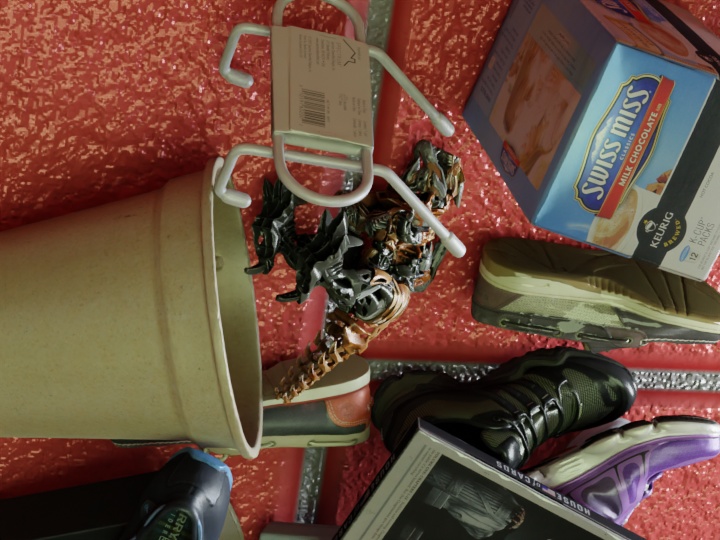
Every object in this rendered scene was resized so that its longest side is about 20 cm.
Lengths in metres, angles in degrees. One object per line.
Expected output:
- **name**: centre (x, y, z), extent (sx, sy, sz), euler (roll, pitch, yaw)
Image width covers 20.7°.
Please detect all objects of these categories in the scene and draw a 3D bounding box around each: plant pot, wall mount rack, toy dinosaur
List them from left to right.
- **plant pot**: centre (-0.170, 0.034, 1.315), extent (0.182, 0.201, 0.201), euler (-6, 116, 4)
- **wall mount rack**: centre (-0.007, -0.090, 1.292), extent (0.173, 0.201, 0.075), euler (10, 137, -14)
- **toy dinosaur**: centre (0.000, 0.000, 1.370), extent (0.135, 0.102, 0.201), euler (27, 74, -41)

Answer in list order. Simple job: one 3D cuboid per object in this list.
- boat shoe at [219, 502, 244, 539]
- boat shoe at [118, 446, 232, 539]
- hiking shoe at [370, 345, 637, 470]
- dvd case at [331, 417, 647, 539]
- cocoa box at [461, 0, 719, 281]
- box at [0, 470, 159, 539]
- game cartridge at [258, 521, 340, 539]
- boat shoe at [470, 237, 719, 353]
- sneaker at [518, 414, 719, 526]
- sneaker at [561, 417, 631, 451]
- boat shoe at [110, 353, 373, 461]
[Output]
- **boat shoe**: centre (-0.120, 0.242, 1.473), extent (0.062, 0.073, 0.201), euler (-8, 105, 34)
- **boat shoe**: centre (-0.143, 0.205, 1.293), extent (0.084, 0.069, 0.201), euler (17, 120, 5)
- **hiking shoe**: centre (0.112, 0.117, 1.445), extent (0.199, 0.101, 0.076), euler (-9, 127, -6)
- **dvd case**: centre (0.086, 0.209, 1.413), extent (0.199, 0.025, 0.151), euler (29, 110, -13)
- **cocoa box**: centre (0.167, -0.105, 1.302), extent (0.131, 0.200, 0.134), euler (18, 110, -18)
- **box**: centre (-0.206, 0.232, 1.402), extent (0.199, 0.079, 0.142), euler (-11, 113, 18)
- **game cartridge**: centre (-0.016, 0.286, 1.495), extent (0.133, 0.040, 0.201), euler (0, 108, 21)
- **boat shoe**: centre (0.174, 0.026, 1.443), extent (0.200, 0.072, 0.066), euler (12, 122, -17)
- **sneaker**: centre (0.178, 0.165, 1.456), extent (0.199, 0.081, 0.084), euler (-25, 86, 4)
- **sneaker**: centre (0.170, 0.216, 1.503), extent (0.070, 0.109, 0.201), euler (22, 106, -18)
- **boat shoe**: centre (-0.087, 0.107, 1.422), extent (0.199, 0.071, 0.063), euler (-8, 119, -13)
